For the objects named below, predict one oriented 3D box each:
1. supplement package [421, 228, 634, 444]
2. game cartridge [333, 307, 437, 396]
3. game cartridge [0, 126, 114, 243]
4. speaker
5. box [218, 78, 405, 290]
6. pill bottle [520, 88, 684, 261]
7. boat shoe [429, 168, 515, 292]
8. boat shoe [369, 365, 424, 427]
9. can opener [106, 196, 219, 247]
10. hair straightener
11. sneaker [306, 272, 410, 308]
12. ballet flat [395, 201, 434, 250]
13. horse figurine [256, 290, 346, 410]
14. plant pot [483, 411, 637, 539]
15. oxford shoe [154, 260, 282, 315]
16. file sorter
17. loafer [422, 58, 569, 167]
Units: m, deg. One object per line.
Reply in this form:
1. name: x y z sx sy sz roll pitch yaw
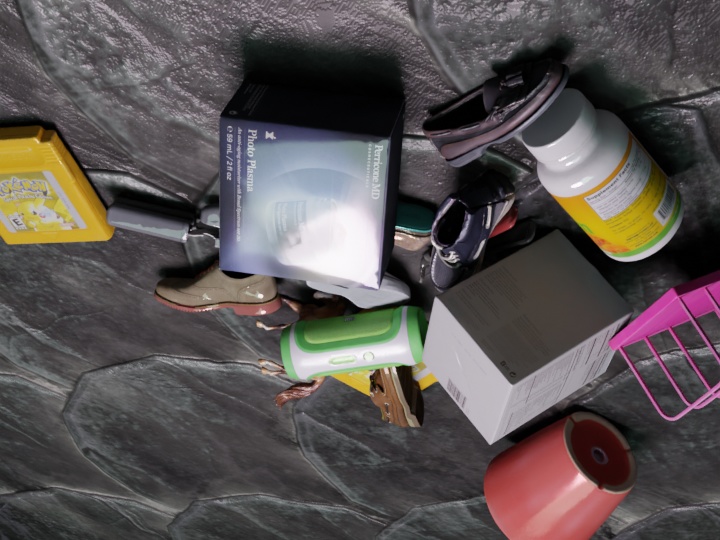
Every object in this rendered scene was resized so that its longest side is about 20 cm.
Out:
1. supplement package: 0.206 0.083 1.473 0.152 0.199 0.151 50 154 26
2. game cartridge: 0.040 0.129 1.765 0.176 0.033 0.200 29 142 -21
3. game cartridge: -0.452 -0.112 1.584 0.175 0.033 0.200 -2 142 19
4. speaker: -0.007 0.101 1.637 0.199 0.089 0.089 -9 139 13
5. box: -0.057 -0.100 1.365 0.197 0.123 0.201 7 120 6
6. pill bottle: 0.268 -0.109 1.312 0.111 0.112 0.200 -20 132 37
7. boat shoe: 0.112 -0.035 1.445 0.075 0.092 0.201 43 135 22
8. boat shoe: 0.044 0.177 1.745 0.067 0.072 0.201 -1 141 15
9. can opener: -0.240 -0.076 1.579 0.199 0.053 0.067 13 112 1
10. hair straightener: 0.153 -0.018 1.525 0.077 0.041 0.200 35 137 -26
11. sneaker: 0.000 0.000 1.580 0.073 0.071 0.200 -21 153 31
12. ballet flat: -0.002 -0.067 1.492 0.199 0.068 0.067 19 151 -5
13. horse figurine: -0.086 0.110 1.729 0.132 0.050 0.201 4 114 6
14. plant pot: 0.321 0.325 1.820 0.200 0.201 0.177 25 133 -17
15. oxford shoe: -0.208 0.016 1.680 0.199 0.071 0.075 1 116 18
16. file sorter: 0.436 0.081 1.418 0.199 0.126 0.139 -16 158 -33
17. loafer: 0.144 -0.180 1.296 0.063 0.072 0.200 34 142 -19
